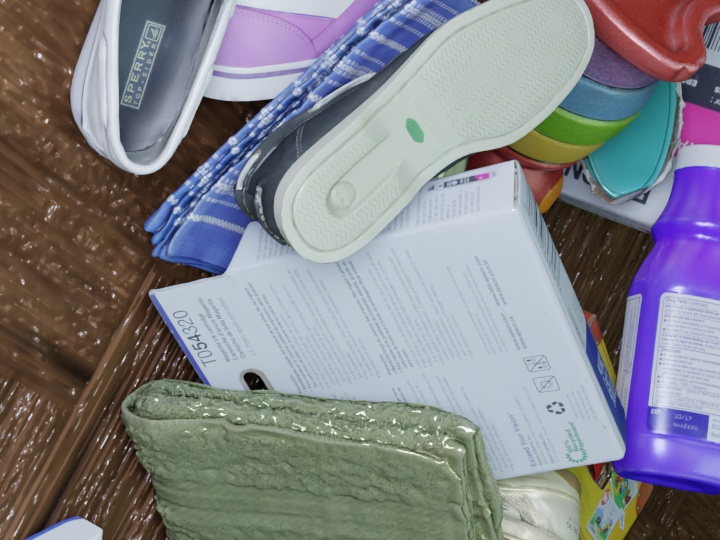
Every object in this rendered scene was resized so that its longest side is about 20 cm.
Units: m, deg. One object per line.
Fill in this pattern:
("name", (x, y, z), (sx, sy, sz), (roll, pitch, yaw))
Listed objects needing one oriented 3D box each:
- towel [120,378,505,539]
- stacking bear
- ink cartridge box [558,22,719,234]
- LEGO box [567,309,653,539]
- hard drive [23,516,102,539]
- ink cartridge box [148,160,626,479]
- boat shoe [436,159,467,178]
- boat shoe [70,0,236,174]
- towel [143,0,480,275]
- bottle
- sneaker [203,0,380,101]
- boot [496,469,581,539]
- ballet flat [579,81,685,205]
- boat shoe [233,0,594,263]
("towel", (-0.021, 0.118, 1.041), (0.149, 0.198, 0.037), (78, 22, -43))
("stacking bear", (0.111, -0.105, 1.135), (0.200, 0.113, 0.122), (-54, 179, 42))
("ink cartridge box", (0.222, -0.099, 1.257), (0.075, 0.199, 0.166), (19, 92, -58))
("LEGO box", (0.085, 0.086, 1.212), (0.077, 0.148, 0.200), (-53, 146, -21))
("hard drive", (-0.190, 0.240, 1.012), (0.132, 0.025, 0.201), (-24, 128, -48))
("ink cartridge box", (0.019, 0.042, 1.029), (0.044, 0.198, 0.197), (-83, 155, -43))
("boat shoe", (0.002, 0.000, 1.114), (0.063, 0.073, 0.202), (20, 89, -50))
("boat shoe", (-0.079, -0.140, 0.885), (0.073, 0.065, 0.202), (4, 107, -24))
("towel", (-0.008, -0.065, 1.010), (0.200, 0.024, 0.145), (-42, 156, 13))
("bottle", (0.198, 0.028, 1.160), (0.083, 0.065, 0.202), (12, 78, -17))
("sneaker", (-0.006, -0.159, 1.002), (0.200, 0.072, 0.115), (-22, 124, -49))
("boot", (0.027, 0.191, 1.111), (0.073, 0.198, 0.157), (76, 13, -59))
("ballet flat", (0.163, -0.136, 1.220), (0.072, 0.071, 0.202), (14, 72, -58))
("boat shoe", (0.027, -0.080, 0.949), (0.199, 0.068, 0.072), (-36, 116, -18))
